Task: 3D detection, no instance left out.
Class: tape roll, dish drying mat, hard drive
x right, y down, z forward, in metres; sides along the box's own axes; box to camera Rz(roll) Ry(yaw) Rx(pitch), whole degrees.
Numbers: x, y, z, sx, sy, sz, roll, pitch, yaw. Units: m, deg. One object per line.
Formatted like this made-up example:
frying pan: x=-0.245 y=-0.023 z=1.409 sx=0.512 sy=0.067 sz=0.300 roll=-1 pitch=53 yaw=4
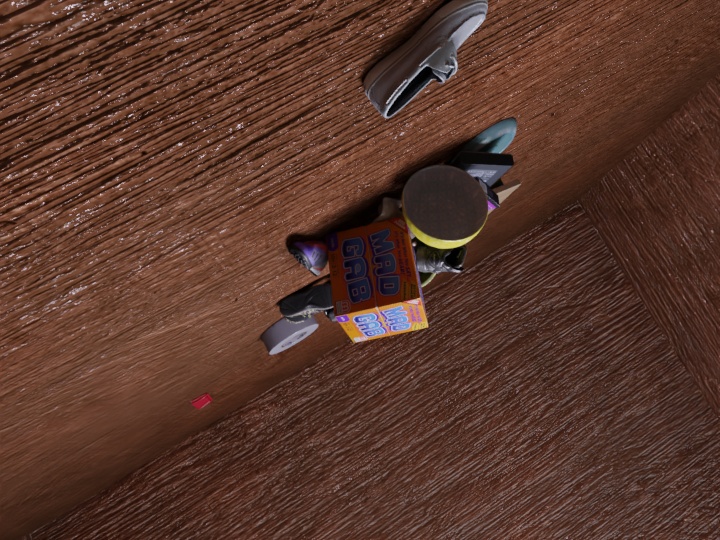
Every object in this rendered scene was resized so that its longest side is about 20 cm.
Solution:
tape roll: x=-0.244 y=0.211 z=1.887 sx=0.196 sy=0.067 sz=0.201 roll=-31 pitch=168 yaw=-7
dish drying mat: x=-0.669 y=0.554 z=2.304 sx=0.075 sy=0.019 sz=0.201 roll=-27 pitch=168 yaw=-17
hard drive: x=0.267 y=-0.228 z=1.336 sx=0.134 sy=0.034 sz=0.200 roll=-1 pitch=165 yaw=-14

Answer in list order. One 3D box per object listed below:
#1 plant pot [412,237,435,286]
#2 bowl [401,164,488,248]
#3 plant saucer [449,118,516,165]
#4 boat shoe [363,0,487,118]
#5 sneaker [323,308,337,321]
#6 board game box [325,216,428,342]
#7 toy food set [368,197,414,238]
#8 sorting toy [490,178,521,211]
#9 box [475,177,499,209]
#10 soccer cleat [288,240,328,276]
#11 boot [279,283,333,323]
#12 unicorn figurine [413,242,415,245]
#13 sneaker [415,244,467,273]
plant pot: x=0.141 y=-0.063 z=1.529 sx=0.197 sy=0.203 sz=0.190 roll=-34 pitch=179 yaw=18
bowl: x=0.184 y=-0.125 z=1.242 sx=0.196 sy=0.203 sz=0.109 roll=-27 pitch=156 yaw=-17
plant saucer: x=0.306 y=-0.296 z=1.343 sx=0.196 sy=0.028 sz=0.201 roll=-30 pitch=168 yaw=-7
boat shoe: x=0.096 y=-0.283 z=0.738 sx=0.198 sy=0.073 sz=0.070 roll=-35 pitch=168 yaw=16
sneaker: x=-0.075 y=0.101 z=1.729 sx=0.096 sy=0.072 sz=0.201 roll=-29 pitch=-158 yaw=6
board game box: x=0.042 y=0.028 z=1.298 sx=0.193 sy=0.206 sz=0.201 roll=-12 pitch=155 yaw=8
toy food set: x=0.056 y=-0.105 z=1.342 sx=0.140 sy=0.062 sz=0.199 roll=8 pitch=150 yaw=-34
sorting toy: x=0.368 y=-0.220 z=1.705 sx=0.196 sy=0.071 sz=0.199 roll=-23 pitch=165 yaw=-35
box: x=0.241 y=-0.173 z=1.399 sx=0.195 sy=0.037 sz=0.141 roll=-15 pitch=161 yaw=32
soccer cleat: x=-0.111 y=-0.042 z=1.236 sx=0.074 sy=0.068 sz=0.200 roll=-49 pitch=168 yaw=-3
boot: x=-0.148 y=0.103 z=1.653 sx=0.196 sy=0.076 sz=0.154 roll=-14 pitch=167 yaw=-10
unicorn figurine: x=0.150 y=-0.046 z=1.824 sx=0.135 sy=0.076 sz=0.198 roll=-1 pitch=155 yaw=-47
sneaker: x=0.213 y=-0.030 z=1.321 sx=0.110 sy=0.079 sz=0.198 roll=2 pitch=-177 yaw=24
